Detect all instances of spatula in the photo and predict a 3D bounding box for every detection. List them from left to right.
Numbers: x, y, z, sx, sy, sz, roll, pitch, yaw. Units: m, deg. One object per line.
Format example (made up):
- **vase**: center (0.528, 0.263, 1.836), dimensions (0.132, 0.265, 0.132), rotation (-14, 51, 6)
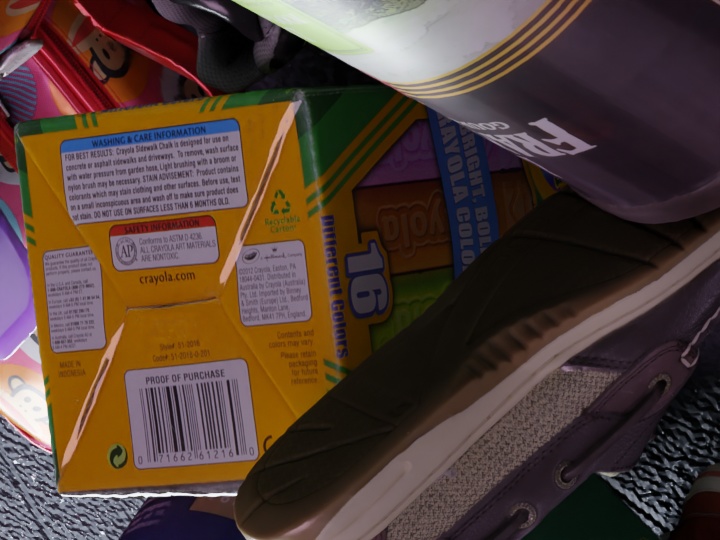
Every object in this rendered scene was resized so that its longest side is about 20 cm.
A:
- **spatula**: center (-0.185, -0.052, 0.935), dimensions (0.200, 0.021, 0.057), rotation (46, 139, -4)

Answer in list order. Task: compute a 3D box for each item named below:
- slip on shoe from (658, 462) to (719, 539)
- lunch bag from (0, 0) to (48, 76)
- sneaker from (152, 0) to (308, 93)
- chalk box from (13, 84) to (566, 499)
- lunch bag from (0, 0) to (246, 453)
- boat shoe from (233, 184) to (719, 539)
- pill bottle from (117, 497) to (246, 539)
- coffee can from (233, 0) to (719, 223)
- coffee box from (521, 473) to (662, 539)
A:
- **slip on shoe**: center (0.132, 0.118, 0.923), dimensions (0.074, 0.061, 0.200), rotation (29, 158, -1)
- **lunch bag**: center (-0.187, -0.148, 0.854), dimensions (0.200, 0.082, 0.176), rotation (29, 111, 13)
- **sneaker**: center (-0.012, -0.127, 0.788), dimensions (0.075, 0.116, 0.200), rotation (28, 139, 9)
- **chalk box**: center (0.000, 0.000, 0.870), dimensions (0.125, 0.200, 0.124), rotation (-6, 92, 36)
- **lunch bag**: center (-0.107, -0.033, 0.975), dimensions (0.176, 0.082, 0.200), rotation (-25, 110, 40)
- **boat shoe**: center (0.056, 0.032, 0.751), dimensions (0.066, 0.201, 0.072), rotation (59, 165, -27)
- **pill bottle**: center (-0.052, 0.142, 1.007), dimensions (0.116, 0.200, 0.116), rotation (18, 137, 18)
- **coffee can**: center (0.030, -0.118, 0.689), dimensions (0.200, 0.147, 0.146), rotation (26, 146, -30)
- **coffee box**: center (0.068, 0.117, 0.927), dimensions (0.200, 0.044, 0.123), rotation (-133, 25, -57)
